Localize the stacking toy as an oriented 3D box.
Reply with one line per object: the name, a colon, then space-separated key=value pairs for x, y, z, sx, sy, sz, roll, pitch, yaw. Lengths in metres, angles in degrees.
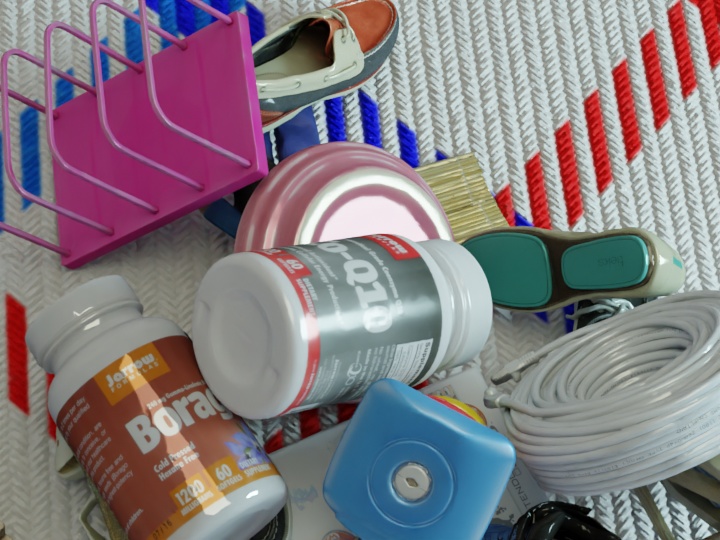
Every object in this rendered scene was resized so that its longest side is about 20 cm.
stacking toy: x=0.057 y=0.129 z=1.469 sx=0.116 sy=0.200 sz=0.110 roll=27 pitch=104 yaw=8

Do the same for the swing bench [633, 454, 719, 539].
swing bench: x=0.313 y=0.122 z=1.489 sx=0.199 sy=0.200 sz=0.130 roll=-35 pitch=103 yaw=-23

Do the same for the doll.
doll: x=-0.069 y=-0.063 z=1.615 sx=0.136 sy=0.049 sz=0.200 roll=0 pitch=56 yaw=-15

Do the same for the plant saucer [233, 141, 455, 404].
plant saucer: x=0.000 y=0.000 z=1.551 sx=0.200 sy=0.051 sz=0.201 roll=4 pitch=83 yaw=-34

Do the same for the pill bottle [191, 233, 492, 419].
pill bottle: x=-0.009 y=0.034 z=1.437 sx=0.200 sy=0.114 sz=0.114 roll=-9 pitch=62 yaw=-43

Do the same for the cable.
cable: x=0.198 y=0.087 z=1.444 sx=0.200 sy=0.200 sz=0.069 roll=-27 pitch=107 yaw=-3

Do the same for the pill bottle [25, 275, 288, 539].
pill bottle: x=-0.148 y=0.106 z=1.432 sx=0.112 sy=0.112 sz=0.200 roll=-30 pitch=74 yaw=-20

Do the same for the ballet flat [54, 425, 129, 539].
ballet flat: x=-0.187 y=0.152 z=1.503 sx=0.071 sy=0.071 sz=0.200 roll=-24 pitch=68 yaw=-18

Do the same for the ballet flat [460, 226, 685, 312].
ballet flat: x=0.164 y=-0.002 z=1.580 sx=0.200 sy=0.070 sz=0.070 roll=2 pitch=53 yaw=43

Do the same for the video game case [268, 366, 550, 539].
video game case: x=0.041 y=0.187 z=1.535 sx=0.200 sy=0.024 sz=0.182 roll=-22 pitch=69 yaw=-17

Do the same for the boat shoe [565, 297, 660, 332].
boat shoe: x=0.193 y=0.051 z=1.598 sx=0.073 sy=0.068 sz=0.200 roll=23 pitch=63 yaw=3

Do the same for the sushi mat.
sushi mat: x=0.020 y=-0.031 z=1.644 sx=0.199 sy=0.012 sz=0.096 roll=-17 pitch=67 yaw=-16

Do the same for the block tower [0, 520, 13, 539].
block tower: x=-0.336 y=0.149 z=1.484 sx=0.200 sy=0.054 sz=0.058 roll=41 pitch=65 yaw=11

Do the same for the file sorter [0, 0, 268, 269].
file sorter: x=-0.191 y=-0.114 z=1.536 sx=0.200 sy=0.125 sz=0.139 roll=-24 pitch=61 yaw=29

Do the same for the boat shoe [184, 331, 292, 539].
boat shoe: x=-0.118 y=0.127 z=1.512 sx=0.076 sy=0.060 sz=0.200 roll=-37 pitch=68 yaw=2

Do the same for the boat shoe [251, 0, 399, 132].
boat shoe: x=-0.038 y=-0.174 z=1.633 sx=0.071 sy=0.063 sz=0.200 roll=44 pitch=54 yaw=17

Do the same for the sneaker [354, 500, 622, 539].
sneaker: x=0.096 y=0.201 z=1.460 sx=0.199 sy=0.111 sz=0.077 roll=12 pitch=63 yaw=-2
